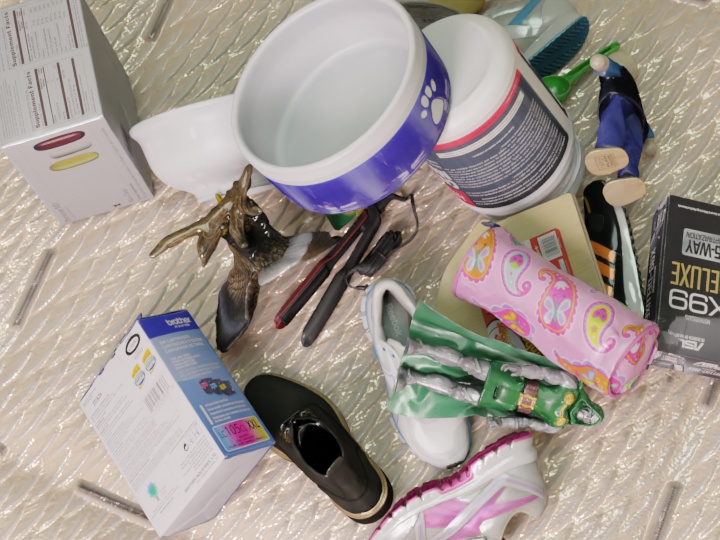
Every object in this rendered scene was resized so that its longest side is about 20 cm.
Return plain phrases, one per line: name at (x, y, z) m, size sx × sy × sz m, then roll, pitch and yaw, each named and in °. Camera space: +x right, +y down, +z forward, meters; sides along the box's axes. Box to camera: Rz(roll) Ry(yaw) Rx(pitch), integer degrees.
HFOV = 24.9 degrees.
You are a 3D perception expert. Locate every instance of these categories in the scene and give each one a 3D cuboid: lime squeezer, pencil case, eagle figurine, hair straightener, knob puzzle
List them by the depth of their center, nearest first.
pencil case at (0.181, 0.036, 1.518) m, size 0.199 × 0.088 × 0.088 m, roll 35°, pitch 78°, yaw 29°
eagle figurine at (-0.102, -0.015, 1.600) m, size 0.150 × 0.200 × 0.152 m, roll -7°, pitch 58°, yaw 13°
knob puzzle at (0.155, 0.044, 1.601) m, size 0.218 × 0.030 × 0.222 m, roll 0°, pitch 90°, yaw 33°
hair straightener at (0.000, 0.000, 1.676) m, size 0.077 × 0.041 × 0.200 m, roll 35°, pitch 74°, yaw 19°
lime squeezer at (0.190, -0.202, 1.677) m, size 0.199 × 0.071 × 0.038 m, roll -3°, pitch 48°, yaw -40°

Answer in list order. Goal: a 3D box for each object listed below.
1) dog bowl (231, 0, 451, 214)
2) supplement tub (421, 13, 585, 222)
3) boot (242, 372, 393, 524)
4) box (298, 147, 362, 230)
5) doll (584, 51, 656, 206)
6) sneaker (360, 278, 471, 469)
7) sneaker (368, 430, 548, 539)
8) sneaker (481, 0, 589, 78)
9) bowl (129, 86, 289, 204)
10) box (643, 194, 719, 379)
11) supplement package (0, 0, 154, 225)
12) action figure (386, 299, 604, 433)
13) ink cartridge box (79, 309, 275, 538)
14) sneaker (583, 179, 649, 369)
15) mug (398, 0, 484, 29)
dog bowl at (-0.018, -0.156, 1.516) m, size 0.198 × 0.079 × 0.202 m, roll -18°, pitch 52°, yaw 25°
supplement tub at (0.125, -0.142, 1.599) m, size 0.139 × 0.200 × 0.142 m, roll -18°, pitch 52°, yaw 25°
boot at (-0.057, 0.146, 1.563) m, size 0.199 × 0.138 × 0.078 m, roll 36°, pitch 82°, yaw 30°
box at (-0.001, -0.148, 1.659) m, size 0.048 × 0.118 × 0.201 m, roll 10°, pitch 52°, yaw 38°
doll at (0.260, -0.159, 1.641) m, size 0.048 × 0.137 × 0.201 m, roll -19°, pitch 33°, yaw 26°
sneaker at (0.050, 0.099, 1.588) m, size 0.074 × 0.087 × 0.202 m, roll -24°, pitch 81°, yaw -3°
sneaker at (0.094, 0.236, 1.544) m, size 0.199 × 0.081 × 0.089 m, roll -31°, pitch 88°, yaw 10°
sneaker at (0.143, -0.223, 1.718) m, size 0.199 × 0.077 × 0.081 m, roll -35°, pitch 61°, yaw -12°
bowl at (-0.130, -0.122, 1.671) m, size 0.199 × 0.201 × 0.091 m, roll -15°, pitch 89°, yaw 3°
box at (0.372, 0.027, 1.565) m, size 0.198 × 0.050 × 0.159 m, roll 12°, pitch 70°, yaw -6°
supplement package at (-0.303, -0.166, 1.692) m, size 0.110 × 0.200 × 0.157 m, roll -16°, pitch 68°, yaw 3°
action figure at (0.134, 0.110, 1.531) m, size 0.198 × 0.055 × 0.119 m, roll 14°, pitch 116°, yaw -2°
ink cartridge box at (-0.190, 0.135, 1.596) m, size 0.201 × 0.076 × 0.137 m, roll 53°, pitch 125°, yaw 20°
sneaker at (0.229, 0.006, 1.614) m, size 0.089 × 0.070 × 0.202 m, roll -10°, pitch 70°, yaw 2°
mug at (0.090, -0.344, 1.720) m, size 0.148 × 0.186 × 0.155 m, roll 14°, pitch 78°, yaw -25°
